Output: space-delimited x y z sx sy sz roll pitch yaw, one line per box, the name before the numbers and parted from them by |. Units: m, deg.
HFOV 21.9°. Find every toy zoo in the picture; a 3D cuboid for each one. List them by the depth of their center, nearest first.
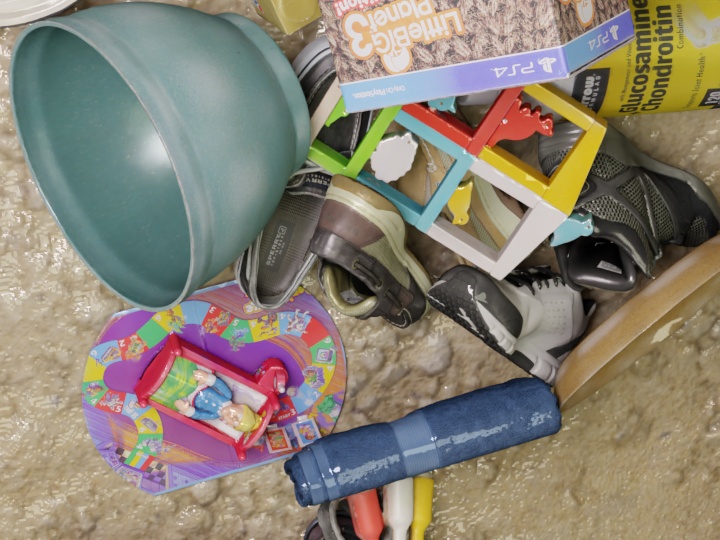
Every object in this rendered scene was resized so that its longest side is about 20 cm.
toy zoo | 0.072 -0.082 1.236 0.200 0.020 0.131 31 113 -5

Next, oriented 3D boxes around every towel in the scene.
towel | 0.044 0.124 1.354 0.199 0.112 0.049 -16 85 -8

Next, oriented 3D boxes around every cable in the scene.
cable | 0.026 0.236 1.413 0.097 0.050 0.201 -5 78 -35

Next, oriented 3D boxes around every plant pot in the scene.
plant pot | -0.118 -0.091 1.213 0.134 0.200 0.201 -29 121 -31
plant pot | 0.215 0.032 1.362 0.200 0.200 0.028 -39 79 5

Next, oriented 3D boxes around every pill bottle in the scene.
pill bottle | 0.163 -0.161 1.282 0.199 0.112 0.112 -6 115 -12

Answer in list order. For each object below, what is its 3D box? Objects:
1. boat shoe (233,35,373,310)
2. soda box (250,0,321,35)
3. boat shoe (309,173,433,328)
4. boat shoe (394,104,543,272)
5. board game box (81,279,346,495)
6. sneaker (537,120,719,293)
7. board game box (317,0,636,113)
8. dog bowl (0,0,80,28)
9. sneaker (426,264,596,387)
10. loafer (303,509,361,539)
boat shoe | -0.033 -0.063 1.297 0.072 0.071 0.201 12 107 -18
soda box | 0.012 -0.235 1.221 0.200 0.064 0.068 -31 118 -9
boat shoe | 0.001 0.000 1.289 0.066 0.072 0.201 -53 159 -12
boat shoe | 0.055 -0.068 1.319 0.076 0.072 0.200 -34 118 3
board game box | -0.104 0.092 1.367 0.199 0.039 0.158 -15 117 -8
sneaker | 0.193 -0.026 1.329 0.199 0.076 0.115 23 65 -50
board game box | 0.054 -0.210 1.103 0.159 0.097 0.201 -6 106 35
dog bowl | -0.235 -0.258 1.158 0.199 0.074 0.201 -6 115 -13
sneaker | 0.112 0.022 1.346 0.080 0.074 0.200 -55 154 2
loafer | 0.019 0.277 1.470 0.072 0.063 0.200 -28 118 -2
